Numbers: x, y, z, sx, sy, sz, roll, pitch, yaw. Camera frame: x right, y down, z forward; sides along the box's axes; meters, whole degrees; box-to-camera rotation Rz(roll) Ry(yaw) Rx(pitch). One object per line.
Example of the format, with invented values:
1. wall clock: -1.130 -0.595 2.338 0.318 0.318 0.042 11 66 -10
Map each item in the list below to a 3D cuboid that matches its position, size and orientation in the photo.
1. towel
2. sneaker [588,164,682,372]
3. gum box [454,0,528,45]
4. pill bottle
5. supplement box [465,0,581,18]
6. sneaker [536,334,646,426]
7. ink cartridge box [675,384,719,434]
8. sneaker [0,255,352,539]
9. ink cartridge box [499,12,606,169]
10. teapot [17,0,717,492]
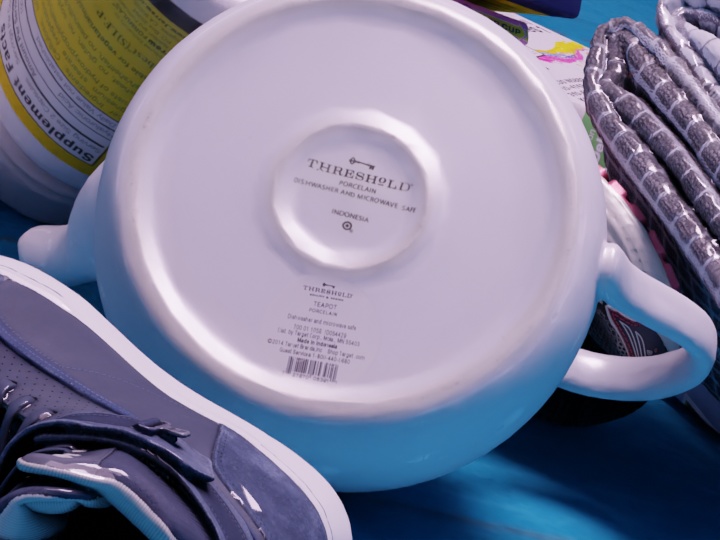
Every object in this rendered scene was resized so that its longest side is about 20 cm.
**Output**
1. towel: 0.166 0.004 1.168 0.200 0.085 0.166 58 -7 38
2. sneaker: 0.053 -0.019 1.170 0.200 0.075 0.081 44 -13 15
3. gum box: -0.023 -0.105 1.404 0.113 0.067 0.200 14 -3 -39
4. pill bottle: -0.086 -0.098 1.188 0.111 0.200 0.112 15 58 -26
5. supplement box: 0.005 -0.190 1.398 0.199 0.110 0.109 9 -3 38
6. sneaker: 0.029 0.013 1.225 0.199 0.060 0.104 4 27 -36
7. ink cartridge box: 0.208 0.063 1.316 0.119 0.042 0.200 9 23 -35
8. sneaker: -0.112 0.055 0.888 0.202 0.077 0.146 26 14 15
9. ink cartridge box: 0.089 -0.072 1.531 0.199 0.084 0.145 27 18 25
10. teapot: 0.000 0.000 1.081 0.200 0.197 0.146 54 -12 18
